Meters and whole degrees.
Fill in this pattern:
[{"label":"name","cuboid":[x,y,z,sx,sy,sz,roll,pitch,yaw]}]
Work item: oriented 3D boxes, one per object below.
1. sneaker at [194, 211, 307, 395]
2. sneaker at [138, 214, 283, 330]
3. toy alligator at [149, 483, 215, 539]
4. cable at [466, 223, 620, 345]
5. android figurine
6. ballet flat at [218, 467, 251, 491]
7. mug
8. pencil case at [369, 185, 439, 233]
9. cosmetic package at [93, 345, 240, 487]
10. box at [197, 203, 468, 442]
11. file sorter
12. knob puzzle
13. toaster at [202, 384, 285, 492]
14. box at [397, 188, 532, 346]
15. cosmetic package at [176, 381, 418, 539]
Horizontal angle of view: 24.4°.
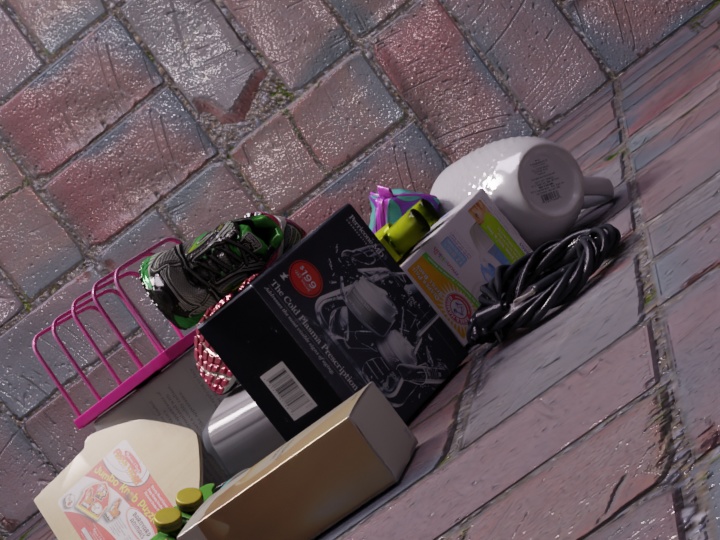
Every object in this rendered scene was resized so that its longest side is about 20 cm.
[{"label":"sneaker","cuboid":[-0.111,0.040,1.759,0.074,0.080,0.201,13,-75,-45]},{"label":"sneaker","cuboid":[-0.142,-0.010,1.600,0.085,0.078,0.200,-35,4,30]},{"label":"toy alligator","cuboid":[-0.196,0.290,1.760,0.054,0.060,0.200,13,33,27]},{"label":"cable","cuboid":[0.186,0.000,1.662,0.163,0.051,0.200,-35,4,35]},{"label":"android figurine","cuboid":[0.000,0.000,1.826,0.200,0.041,0.182,-41,2,20]},{"label":"ballet flat","cuboid":[-0.127,0.255,1.552,0.063,0.068,0.200,1,29,36]},{"label":"mug","cuboid":[0.204,-0.085,1.966,0.199,0.149,0.175,-4,-10,-24]},{"label":"pencil case","cuboid":[0.038,0.005,1.965,0.085,0.202,0.092,8,1,41]},{"label":"cosmetic package","cuboid":[-0.173,0.175,1.993,0.200,0.165,0.165,-35,1,28]},{"label":"box","cuboid":[-0.024,0.069,1.644,0.104,0.200,0.182,-36,5,42]},{"label":"file sorter","cuboid":[-0.273,0.068,1.969,0.200,0.126,0.139,-36,0,40]},{"label":"knob puzzle","cuboid":[-0.255,0.258,1.900,0.219,0.220,0.030,-37,-34,3]},{"label":"toaster","cuboid":[-0.075,0.157,1.743,0.129,0.114,0.200,-33,4,24]},{"label":"box","cuboid":[0.093,0.016,1.835,0.101,0.113,0.200,-38,3,43]},{"label":"cosmetic package","cuboid":[-0.054,0.190,1.449,0.200,0.071,0.105,-37,3,17]}]
